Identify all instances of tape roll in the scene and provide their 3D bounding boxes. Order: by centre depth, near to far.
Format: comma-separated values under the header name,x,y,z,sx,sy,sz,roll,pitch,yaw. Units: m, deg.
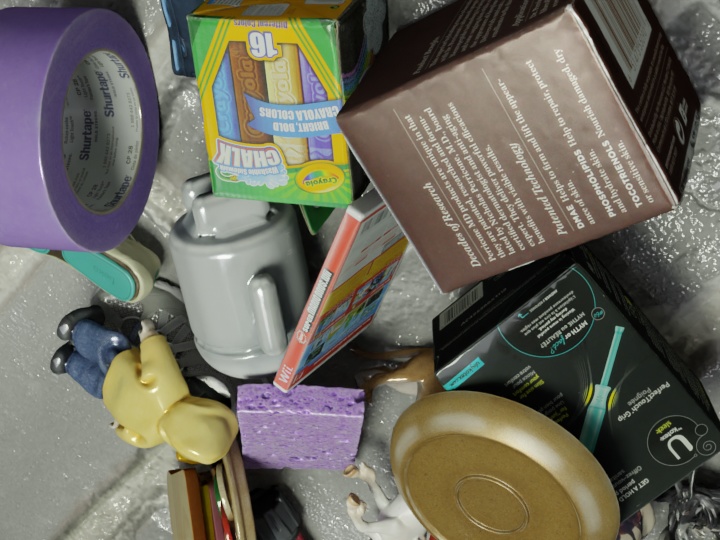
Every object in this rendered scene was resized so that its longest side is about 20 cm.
name,x,y,z,sx,sy,sz,roll,pitch,yaw
tape roll,-0.248,-0.116,1.119,0.084,0.200,0.201,4,123,19

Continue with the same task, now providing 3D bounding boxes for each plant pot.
name,x,y,z,sx,sy,sz,roll,pitch,yaw
plant pot,0.109,0.182,1.084,0.199,0.028,0.201,18,135,19

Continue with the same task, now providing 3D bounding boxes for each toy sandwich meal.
name,x,y,z,sx,sy,sz,roll,pitch,yaw
toy sandwich meal,-0.150,0.238,1.331,0.070,0.206,0.206,-9,124,-12

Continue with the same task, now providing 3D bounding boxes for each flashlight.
name,x,y,z,sx,sy,sz,roll,pitch,yaw
flashlight,-0.053,0.319,1.409,0.067,0.068,0.201,-17,115,30

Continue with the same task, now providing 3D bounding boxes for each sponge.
name,x,y,z,sx,sy,sz,roll,pitch,yaw
sponge,-0.056,0.147,1.242,0.111,0.030,0.200,2,158,-2

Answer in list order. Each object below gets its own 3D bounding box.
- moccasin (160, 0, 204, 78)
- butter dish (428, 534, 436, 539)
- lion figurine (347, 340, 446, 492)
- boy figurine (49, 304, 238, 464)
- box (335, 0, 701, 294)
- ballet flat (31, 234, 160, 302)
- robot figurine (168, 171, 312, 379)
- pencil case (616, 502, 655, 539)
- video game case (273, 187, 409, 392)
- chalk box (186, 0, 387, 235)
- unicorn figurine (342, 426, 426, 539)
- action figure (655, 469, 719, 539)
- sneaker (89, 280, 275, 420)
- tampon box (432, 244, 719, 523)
name,x,y,z,sx,sy,sz,roll,pitch,yaw
moccasin,-0.156,-0.240,1.076,0.068,0.081,0.201,-11,116,13
butter dish,0.124,0.309,1.275,0.198,0.202,0.148,13,168,-24
lion figurine,0.072,0.127,1.204,0.122,0.201,0.073,-22,155,-3
boy figurine,-0.195,0.105,1.228,0.199,0.064,0.125,29,119,25
box,0.122,-0.117,0.998,0.199,0.166,0.165,-22,113,31
ballet flat,-0.272,-0.039,1.265,0.199,0.070,0.070,33,127,5
robot figurine,-0.100,0.011,1.182,0.112,0.170,0.201,-16,118,-10
pencil case,0.176,0.262,1.181,0.090,0.200,0.078,51,156,-19
video game case,0.000,0.000,1.136,0.017,0.143,0.201,35,128,15
chalk box,-0.049,-0.130,1.082,0.123,0.125,0.201,7,122,17
unicorn figurine,0.046,0.222,1.298,0.199,0.074,0.137,-29,126,25
action figure,0.321,0.260,1.209,0.118,0.102,0.201,-14,117,41
sneaker,-0.176,0.077,1.289,0.199,0.082,0.075,30,127,2
tampon box,0.176,0.090,1.113,0.150,0.126,0.200,-39,103,14
